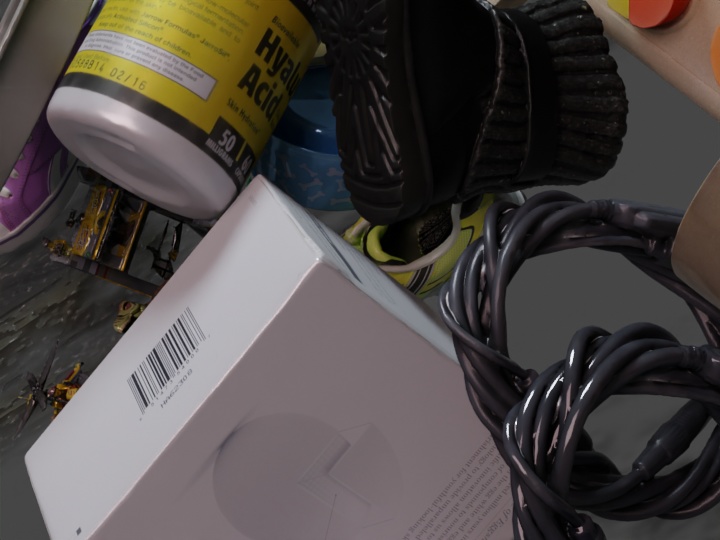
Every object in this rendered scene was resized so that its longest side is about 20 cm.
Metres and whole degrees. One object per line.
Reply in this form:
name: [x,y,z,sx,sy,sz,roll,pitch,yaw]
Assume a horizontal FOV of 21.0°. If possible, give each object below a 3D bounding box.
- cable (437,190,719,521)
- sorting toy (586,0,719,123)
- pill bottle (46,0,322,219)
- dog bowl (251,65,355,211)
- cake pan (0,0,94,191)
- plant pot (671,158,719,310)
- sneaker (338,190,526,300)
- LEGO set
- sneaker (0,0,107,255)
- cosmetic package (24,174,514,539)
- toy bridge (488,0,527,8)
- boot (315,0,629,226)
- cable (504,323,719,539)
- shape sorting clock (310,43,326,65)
cable: [0.123,0.043,0.985,0.051,0.198,0.165,-4,80,62]
sorting toy: [0.190,-0.164,1.010,0.036,0.201,0.185,-25,53,-32]
pill bottle: [-0.074,-0.138,1.034,0.111,0.111,0.201,19,74,31]
dog bowl: [-0.036,-0.108,1.141,0.201,0.110,0.050,56,147,41]
cake pan: [-0.191,-0.114,1.086,0.201,0.036,0.201,-58,15,25]
plant pot: [0.277,0.004,0.890,0.187,0.187,0.200,-45,67,8]
sneaker: [0.000,0.000,1.112,0.199,0.076,0.076,-36,63,17]
LEGO set: [-0.130,0.026,1.126,0.154,0.115,0.202,28,96,60]
sneaker: [-0.216,-0.103,1.238,0.073,0.114,0.201,42,97,29]
cosmetic package: [-0.031,0.098,1.012,0.200,0.200,0.123,-49,29,6]
toy bridge: [0.086,-0.162,1.128,0.067,0.027,0.202,-39,68,49]
boot: [0.060,-0.135,1.016,0.079,0.157,0.213,27,127,54]
cable: [0.143,0.113,0.939,0.051,0.199,0.165,18,92,60]
shape sorting clock: [-0.057,-0.191,1.165,0.198,0.039,0.201,4,50,-5]
